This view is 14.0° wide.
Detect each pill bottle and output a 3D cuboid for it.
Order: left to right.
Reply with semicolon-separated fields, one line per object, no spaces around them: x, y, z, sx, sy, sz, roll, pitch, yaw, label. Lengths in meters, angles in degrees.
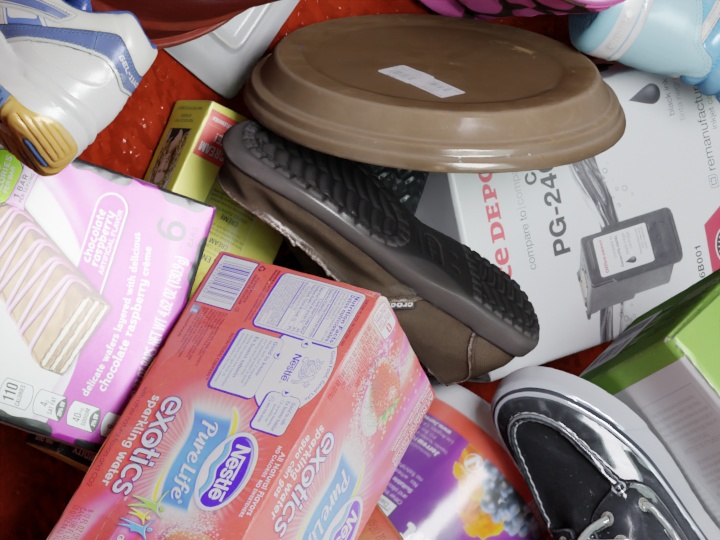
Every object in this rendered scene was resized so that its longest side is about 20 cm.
0.008;0.163;1.560;0.200;0.111;0.112;-47;113;-17;pill bottle

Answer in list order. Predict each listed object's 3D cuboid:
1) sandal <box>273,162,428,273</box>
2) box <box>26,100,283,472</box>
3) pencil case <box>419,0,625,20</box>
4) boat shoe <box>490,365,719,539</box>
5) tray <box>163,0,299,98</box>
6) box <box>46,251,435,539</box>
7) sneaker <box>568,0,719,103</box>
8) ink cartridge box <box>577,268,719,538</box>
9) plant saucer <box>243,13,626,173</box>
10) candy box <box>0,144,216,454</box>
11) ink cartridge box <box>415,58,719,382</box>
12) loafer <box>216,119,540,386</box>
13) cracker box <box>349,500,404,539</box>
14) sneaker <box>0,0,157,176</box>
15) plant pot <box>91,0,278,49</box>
-0.016;0.004;1.563;0.075;0.045;0.201;17;103;-21;sandal
-0.098;0.016;1.527;0.075;0.050;0.201;28;80;-25;box
0.078;-0.177;1.525;0.093;0.200;0.091;11;87;-19;pencil case
0.134;0.139;1.500;0.200;0.072;0.068;51;38;-9;boat shoe
-0.107;-0.190;1.524;0.200;0.022;0.108;40;74;-25;tray
-0.059;0.104;1.417;0.201;0.102;0.095;-61;146;-25;box
0.185;-0.159;1.597;0.130;0.080;0.201;25;40;-10;sneaker
0.213;0.106;1.521;0.076;0.148;0.200;-42;92;-25;ink cartridge box
0.039;-0.095;1.509;0.199;0.200;0.030;-7;115;-27;plant saucer
-0.186;0.001;1.444;0.199;0.061;0.137;18;84;-11;candy box
0.119;-0.035;1.621;0.199;0.083;0.146;-18;102;-26;ink cartridge box
0.000;0.000;1.501;0.200;0.073;0.071;37;114;-17;loafer
-0.072;0.175;1.473;0.200;0.134;0.058;-37;139;-3;cracker box
-0.173;-0.122;1.405;0.088;0.200;0.075;-43;144;-11;sneaker
-0.071;-0.207;1.419;0.200;0.195;0.202;-2;95;-28;plant pot
